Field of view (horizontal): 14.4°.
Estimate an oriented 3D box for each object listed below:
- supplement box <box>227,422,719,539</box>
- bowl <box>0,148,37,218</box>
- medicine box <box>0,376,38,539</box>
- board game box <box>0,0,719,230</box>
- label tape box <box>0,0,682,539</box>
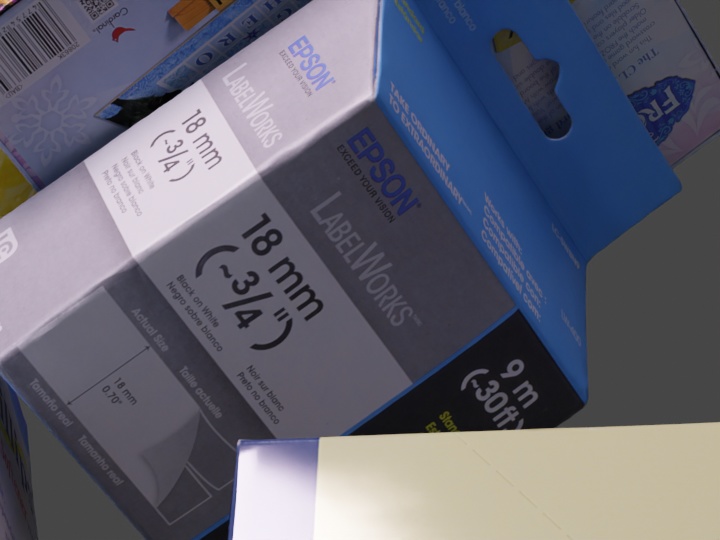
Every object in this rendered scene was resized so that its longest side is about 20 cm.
[{"bbox_3d":[0.073,0.147,0.597,0.199,0.134,0.200,-2,44,5],"label":"supplement box"},{"bbox_3d":[-0.133,-0.052,1.036,0.200,0.108,0.200,-41,19,18],"label":"bowl"},{"bbox_3d":[-0.188,0.107,0.838,0.182,0.103,0.200,-12,49,-2],"label":"medicine box"},{"bbox_3d":[-0.005,-0.064,0.887,0.200,0.200,0.041,-36,37,-1],"label":"board game box"},{"bbox_3d":[0.000,0.000,0.859,0.200,0.144,0.063,-35,36,1],"label":"label tape box"}]
